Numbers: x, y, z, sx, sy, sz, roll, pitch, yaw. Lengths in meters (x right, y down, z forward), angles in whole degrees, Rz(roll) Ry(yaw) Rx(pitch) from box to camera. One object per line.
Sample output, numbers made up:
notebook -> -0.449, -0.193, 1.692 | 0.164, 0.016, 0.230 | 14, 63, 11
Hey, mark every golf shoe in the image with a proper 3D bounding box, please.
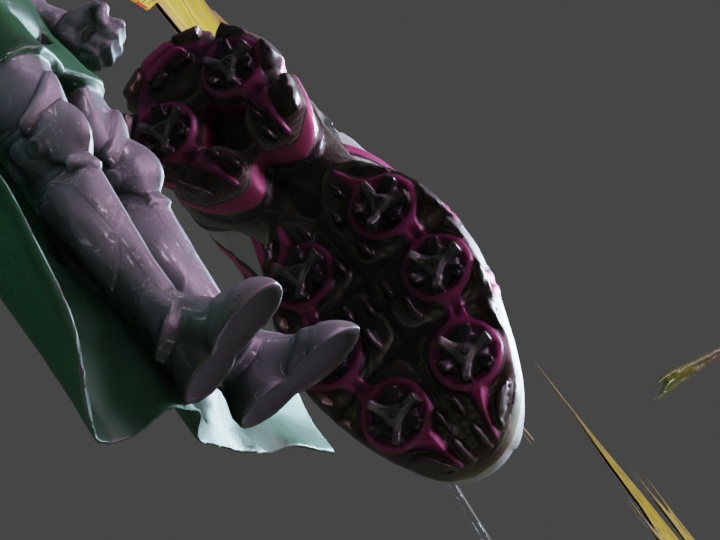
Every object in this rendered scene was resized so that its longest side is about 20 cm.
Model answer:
golf shoe -> 0.000, 0.000, 0.998 | 0.200, 0.073, 0.092 | 53, 3, 36

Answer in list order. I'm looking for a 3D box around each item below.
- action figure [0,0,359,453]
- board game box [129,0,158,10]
action figure -> -0.082, -0.046, 0.637 | 0.200, 0.055, 0.118 | 47, 5, 23
board game box -> -0.107, -0.278, 1.493 | 0.200, 0.200, 0.200 | 51, 3, 4
